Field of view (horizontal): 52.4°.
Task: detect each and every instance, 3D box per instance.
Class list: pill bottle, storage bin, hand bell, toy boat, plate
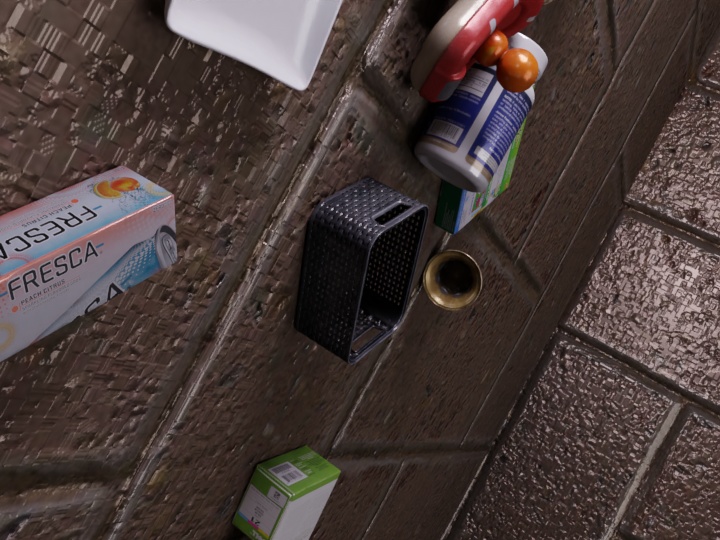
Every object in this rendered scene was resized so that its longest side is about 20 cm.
[{"bbox_3d":[0.168,-0.220,1.004,0.202,0.115,0.116,-60,155,-2],"label":"pill bottle"},{"bbox_3d":[0.000,0.000,0.938,0.135,0.093,0.202,-33,142,-46],"label":"storage bin"},{"bbox_3d":[0.185,0.000,1.338,0.105,0.103,0.200,-68,168,16],"label":"hand bell"},{"bbox_3d":[0.162,-0.270,0.890,0.200,0.130,0.131,-50,180,-22],"label":"toy boat"},{"bbox_3d":[-0.067,-0.267,0.598,0.199,0.032,0.202,3,112,-63],"label":"plate"}]

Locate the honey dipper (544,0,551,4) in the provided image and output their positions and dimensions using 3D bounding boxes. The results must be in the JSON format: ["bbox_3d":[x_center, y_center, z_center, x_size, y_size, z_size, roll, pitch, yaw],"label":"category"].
[{"bbox_3d":[0.229,-0.417,1.012,0.199,0.038,0.038,0,116,-61],"label":"honey dipper"}]

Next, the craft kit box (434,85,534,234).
[{"bbox_3d":[0.202,-0.188,1.194,0.197,0.048,0.202,-35,145,-40],"label":"craft kit box"}]

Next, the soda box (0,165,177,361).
[{"bbox_3d":[-0.227,-0.003,0.527,0.199,0.063,0.069,-36,146,-42],"label":"soda box"}]

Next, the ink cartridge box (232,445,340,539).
[{"bbox_3d":[-0.129,0.385,1.113,0.147,0.075,0.202,3,115,-64],"label":"ink cartridge box"}]
